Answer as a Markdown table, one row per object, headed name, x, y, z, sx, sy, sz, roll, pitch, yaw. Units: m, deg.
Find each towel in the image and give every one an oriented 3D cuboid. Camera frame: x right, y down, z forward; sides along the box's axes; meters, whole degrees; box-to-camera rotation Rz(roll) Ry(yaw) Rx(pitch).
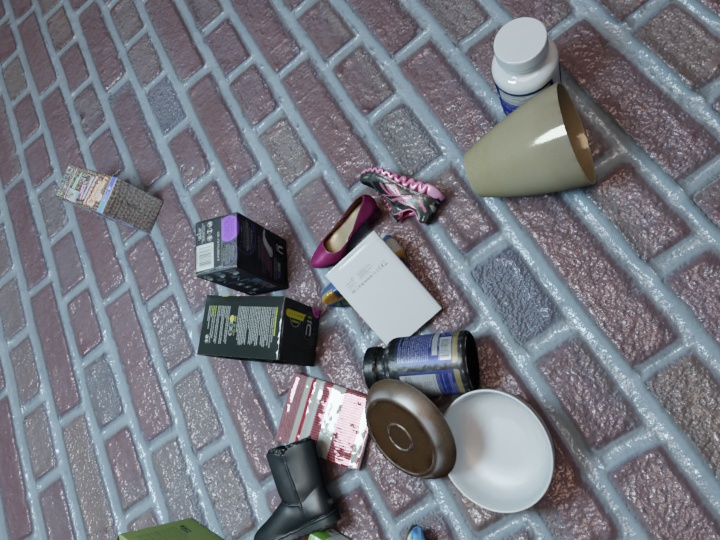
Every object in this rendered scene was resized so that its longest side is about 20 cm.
| name | x | y | z | sx | sy | sz | roll | pitch | yaw |
| --- | --- | --- | --- | --- | --- | --- | --- | --- | --- |
| towel | -0.070 | 0.302 | 1.080 | 0.198 | 0.023 | 0.145 | 12 | 81 | 26 |

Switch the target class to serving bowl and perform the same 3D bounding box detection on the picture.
| name | x | y | z | sx | sy | sz | roll | pitch | yaw |
| --- | --- | --- | --- | --- | --- | --- | --- | --- | --- |
| serving bowl | 0.235 | 0.297 | 0.906 | 0.199 | 0.066 | 0.202 | 1 | 91 | 36 |

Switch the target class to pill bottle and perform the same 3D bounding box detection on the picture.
| name | x | y | z | sx | sy | sz | roll | pitch | yaw |
| --- | --- | --- | --- | --- | --- | --- | --- | --- | --- |
| pill bottle | 0.111 | 0.175 | 0.983 | 0.198 | 0.112 | 0.113 | -9 | 72 | 22 |
| pill bottle | 0.309 | -0.367 | 0.992 | 0.119 | 0.200 | 0.121 | -7 | 73 | 22 |

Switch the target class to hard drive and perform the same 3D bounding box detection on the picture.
| name | x | y | z | sx | sy | sz | roll | pitch | yaw |
| --- | --- | --- | --- | --- | --- | --- | --- | --- | --- |
| hard drive | 0.045 | 0.040 | 1.047 | 0.132 | 0.027 | 0.200 | -41 | 91 | 9 |

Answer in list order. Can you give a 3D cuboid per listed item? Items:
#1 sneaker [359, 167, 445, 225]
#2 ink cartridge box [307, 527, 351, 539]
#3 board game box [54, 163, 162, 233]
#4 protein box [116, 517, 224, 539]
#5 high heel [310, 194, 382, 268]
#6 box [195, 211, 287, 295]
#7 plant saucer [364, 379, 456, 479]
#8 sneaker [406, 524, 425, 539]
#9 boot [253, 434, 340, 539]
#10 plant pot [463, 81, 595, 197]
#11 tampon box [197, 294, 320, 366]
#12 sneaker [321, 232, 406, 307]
| name | x | y | z | sx | sy | sz | roll | pitch | yaw |
| --- | --- | --- | --- | --- | --- | --- | --- | --- | --- |
| sneaker | 0.074 | -0.153 | 1.118 | 0.199 | 0.079 | 0.096 | 24 | 98 | 29 |
| ink cartridge box | -0.018 | 0.580 | 0.947 | 0.199 | 0.076 | 0.149 | 17 | 84 | 30 |
| board game box | -0.659 | -0.188 | 1.403 | 0.199 | 0.159 | 0.098 | 18 | 83 | 26 |
| protein box | -0.349 | 0.600 | 1.023 | 0.197 | 0.200 | 0.136 | 17 | 83 | 27 |
| high heel | -0.046 | -0.085 | 1.133 | 0.200 | 0.096 | 0.068 | -45 | 63 | 7 |
| box | -0.252 | -0.030 | 1.152 | 0.105 | 0.200 | 0.124 | -11 | 71 | 21 |
| plant saucer | 0.077 | 0.288 | 0.943 | 0.199 | 0.032 | 0.202 | 24 | 126 | 36 |
| sneaker | 0.142 | 0.529 | 0.906 | 0.089 | 0.078 | 0.201 | -27 | 70 | -4 |
| boot | -0.147 | 0.430 | 1.035 | 0.199 | 0.076 | 0.169 | -30 | 73 | 18 |
| plant pot | 0.299 | -0.213 | 0.982 | 0.199 | 0.187 | 0.189 | -18 | 68 | 33 |
| tampon box | -0.209 | 0.126 | 1.119 | 0.198 | 0.150 | 0.128 | 0 | 76 | 24 |
| sneaker | 0.000 | 0.000 | 1.113 | 0.199 | 0.075 | 0.089 | -32 | 52 | 7 |
